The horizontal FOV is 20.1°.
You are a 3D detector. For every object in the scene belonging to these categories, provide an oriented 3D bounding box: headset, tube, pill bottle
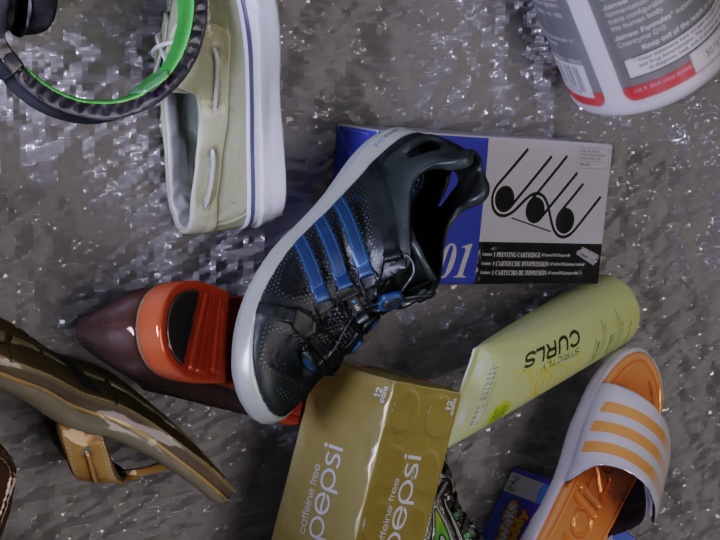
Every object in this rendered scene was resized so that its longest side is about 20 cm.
[{"bbox_3d":[-0.156,-0.171,1.034,0.123,0.094,0.201,-40,102,-21],"label":"headset"},{"bbox_3d":[0.112,0.054,1.290,0.199,0.052,0.059,-24,98,-52],"label":"tube"},{"bbox_3d":[0.151,-0.208,1.261,0.114,0.114,0.201,-41,122,-24],"label":"pill bottle"}]

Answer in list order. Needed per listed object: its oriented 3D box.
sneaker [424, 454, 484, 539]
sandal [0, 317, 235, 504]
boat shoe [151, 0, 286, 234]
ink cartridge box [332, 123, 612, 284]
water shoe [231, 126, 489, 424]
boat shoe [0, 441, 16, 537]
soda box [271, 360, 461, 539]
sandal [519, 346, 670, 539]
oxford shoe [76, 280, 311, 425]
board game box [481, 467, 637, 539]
[{"bbox_3d":[0.055,0.173,1.265,0.078,0.085,0.202,-6,89,-65],"label":"sneaker"},{"bbox_3d":[-0.155,0.084,1.111,0.199,0.080,0.054,31,96,-37],"label":"sandal"},{"bbox_3d":[-0.083,-0.113,1.125,0.062,0.072,0.202,-18,112,-29],"label":"boat shoe"},{"bbox_3d":[0.071,-0.039,1.279,0.199,0.044,0.095,1,98,-38],"label":"ink cartridge box"},{"bbox_3d":[0.000,0.000,1.136,0.201,0.078,0.072,-59,137,-22],"label":"water shoe"},{"bbox_3d":[-0.232,0.182,1.066,0.075,0.075,0.203,34,78,-38],"label":"boat shoe"},{"bbox_3d":[-0.007,0.157,1.189,0.067,0.064,0.202,14,90,-50],"label":"soda box"},{"bbox_3d":[0.164,0.150,1.327,0.079,0.059,0.208,42,66,-36],"label":"sandal"},{"bbox_3d":[-0.083,0.046,1.169,0.200,0.072,0.072,29,63,-55],"label":"oxford shoe"},{"bbox_3d":[0.150,0.241,1.402,0.200,0.045,0.135,37,77,-38],"label":"board game box"}]
